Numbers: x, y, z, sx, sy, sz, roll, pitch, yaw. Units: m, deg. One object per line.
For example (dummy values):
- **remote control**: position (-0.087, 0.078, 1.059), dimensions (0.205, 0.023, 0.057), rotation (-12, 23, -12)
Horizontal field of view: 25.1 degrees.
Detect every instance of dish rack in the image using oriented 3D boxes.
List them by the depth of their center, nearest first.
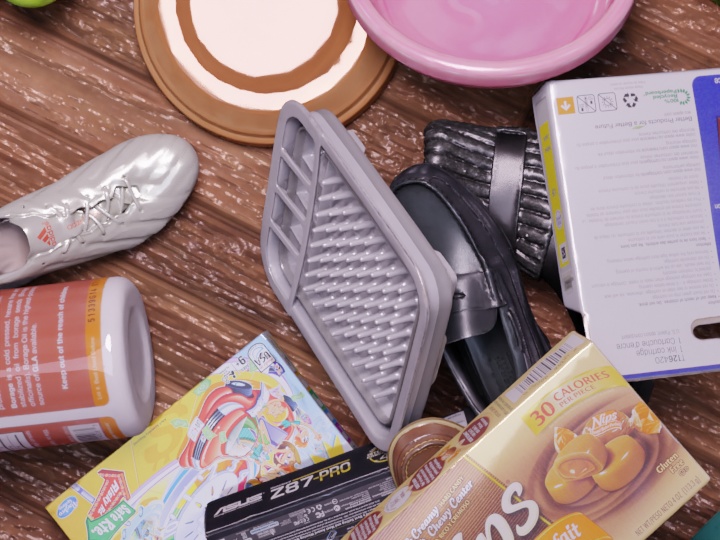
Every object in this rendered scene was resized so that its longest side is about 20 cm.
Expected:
- **dish rack**: position (0.000, 0.000, 1.062), dimensions (0.043, 0.172, 0.200), rotation (-15, 51, -25)

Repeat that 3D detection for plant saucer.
- **plant saucer**: position (0.087, -0.198, 1.089), dimensions (0.199, 0.051, 0.201), rotation (-1, 59, 1)
- **plant saucer**: position (-0.064, -0.188, 1.140), dimensions (0.199, 0.037, 0.201), rotation (0, 91, 4)

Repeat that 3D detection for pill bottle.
- **pill bottle**: position (-0.250, 0.069, 1.118), dimensions (0.199, 0.112, 0.113), rotation (-6, 90, 4)

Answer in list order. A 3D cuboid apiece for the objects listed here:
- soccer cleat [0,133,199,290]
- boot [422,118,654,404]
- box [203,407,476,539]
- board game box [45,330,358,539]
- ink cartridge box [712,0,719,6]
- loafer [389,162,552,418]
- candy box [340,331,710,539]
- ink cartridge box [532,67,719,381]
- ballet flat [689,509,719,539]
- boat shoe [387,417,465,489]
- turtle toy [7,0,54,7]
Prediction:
- **soccer cleat**: position (-0.204, -0.034, 1.131), dimensions (0.199, 0.078, 0.070), rotation (-27, 89, 3)
- **boot**: position (0.118, -0.001, 1.108), dimensions (0.157, 0.079, 0.212), rotation (-3, 80, -3)
- **box**: position (0.013, 0.201, 1.107), dimensions (0.199, 0.049, 0.162), rotation (-21, 111, 3)
- **board game box**: position (-0.104, 0.157, 1.149), dimensions (0.200, 0.034, 0.135), rotation (-39, 89, 3)
- **ink cartridge box**: position (0.309, -0.265, 1.096), dimensions (0.148, 0.076, 0.200), rotation (36, 94, 2)
- **loafer**: position (0.073, 0.026, 1.054), dimensions (0.068, 0.070, 0.201), rotation (-22, 100, 35)
- **candy box**: position (0.098, 0.147, 0.984), dimensions (0.200, 0.055, 0.116), rotation (-42, 97, 0)
- **ink cartridge box**: position (0.224, -0.032, 1.061), dimensions (0.197, 0.047, 0.201), rotation (-5, 83, -11)
- **ballet flat**: position (0.223, 0.228, 1.116), dimensions (0.200, 0.068, 0.069), rotation (-33, 102, 4)
- **boat shoe**: position (0.084, 0.182, 1.045), dimensions (0.072, 0.068, 0.201), rotation (-28, 113, 4)
- **turtle toy**: position (-0.285, -0.239, 1.121), dimensions (0.199, 0.101, 0.146), rotation (20, 92, 3)
